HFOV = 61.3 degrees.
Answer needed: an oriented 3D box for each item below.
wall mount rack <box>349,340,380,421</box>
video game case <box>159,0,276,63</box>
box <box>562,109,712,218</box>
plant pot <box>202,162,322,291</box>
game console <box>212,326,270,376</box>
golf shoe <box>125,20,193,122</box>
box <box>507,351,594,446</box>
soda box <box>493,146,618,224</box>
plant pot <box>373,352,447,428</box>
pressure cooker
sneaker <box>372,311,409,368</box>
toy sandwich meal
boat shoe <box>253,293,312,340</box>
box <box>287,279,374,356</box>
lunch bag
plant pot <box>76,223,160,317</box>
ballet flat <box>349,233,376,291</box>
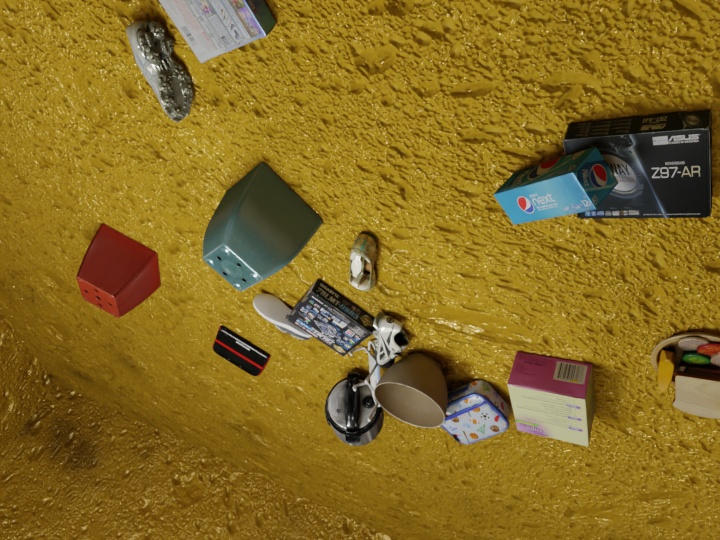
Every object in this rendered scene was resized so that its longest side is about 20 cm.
[{"bbox_3d":[0.022,0.304,1.661,0.174,0.073,0.205,-135,36,-63],"label":"wall mount rack"},{"bbox_3d":[-0.261,-0.468,1.017,0.178,0.046,0.202,-2,135,39],"label":"video game case"},{"bbox_3d":[0.422,-0.154,0.924,0.196,0.044,0.162,3,138,33],"label":"box"},{"bbox_3d":[-0.241,-0.075,1.359,0.196,0.202,0.195,43,142,-20],"label":"plant pot"},{"bbox_3d":[-0.410,0.277,2.076,0.197,0.031,0.178,31,141,-3],"label":"game console"},{"bbox_3d":[-0.397,-0.395,1.201,0.096,0.078,0.203,26,143,35],"label":"golf shoe"},{"bbox_3d":[0.451,0.301,1.425,0.172,0.098,0.202,6,138,29],"label":"box"},{"bbox_3d":[0.301,-0.129,0.960,0.068,0.064,0.199,51,161,-12],"label":"soda box"},{"bbox_3d":[0.149,0.301,1.607,0.196,0.136,0.203,18,143,14],"label":"plant pot"},{"bbox_3d":[-0.016,0.414,1.818,0.176,0.178,0.201,43,163,24],"label":"pressure cooker"},{"bbox_3d":[0.085,0.197,1.577,0.087,0.075,0.202,16,143,21],"label":"sneaker"},{"bbox_3d":[0.659,0.203,1.176,0.201,0.071,0.208,19,144,14],"label":"toy sandwich meal"},{"bbox_3d":[-0.221,0.137,1.730,0.197,0.073,0.068,28,145,-10],"label":"boat shoe"},{"bbox_3d":[-0.079,0.134,1.637,0.198,0.050,0.199,34,146,-7],"label":"box"},{"bbox_3d":[0.292,0.381,1.631,0.160,0.076,0.199,43,130,-15],"label":"lunch bag"},{"bbox_3d":[-0.750,0.019,1.861,0.196,0.178,0.201,27,146,3],"label":"plant pot"},{"bbox_3d":[0.000,0.000,1.398,0.069,0.072,0.202,20,145,12],"label":"ballet flat"}]
